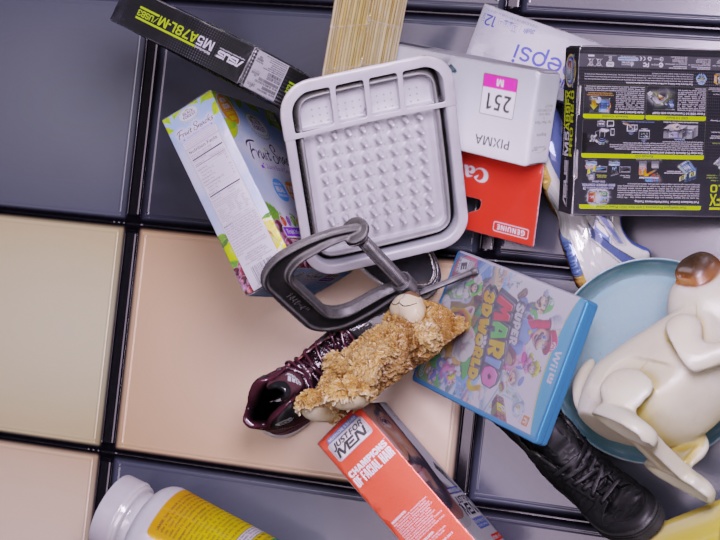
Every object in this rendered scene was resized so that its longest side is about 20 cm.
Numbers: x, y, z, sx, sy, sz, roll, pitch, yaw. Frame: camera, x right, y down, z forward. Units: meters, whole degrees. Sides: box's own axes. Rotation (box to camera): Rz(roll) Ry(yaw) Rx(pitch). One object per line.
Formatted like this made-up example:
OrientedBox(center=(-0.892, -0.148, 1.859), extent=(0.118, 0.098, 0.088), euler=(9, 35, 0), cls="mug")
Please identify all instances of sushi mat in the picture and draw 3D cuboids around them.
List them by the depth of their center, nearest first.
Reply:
OrientedBox(center=(-0.001, -0.199, 1.569), extent=(0.012, 0.095, 0.201), euler=(27, 113, 45), cls="sushi mat")

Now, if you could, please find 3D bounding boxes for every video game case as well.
OrientedBox(center=(0.137, 0.072, 1.572), extent=(0.200, 0.018, 0.144), euler=(24, 95, 52), cls="video game case")

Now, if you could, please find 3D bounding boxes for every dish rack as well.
OrientedBox(center=(0.012, -0.106, 1.554), extent=(0.171, 0.044, 0.201), euler=(-13, 115, -11), cls="dish rack")

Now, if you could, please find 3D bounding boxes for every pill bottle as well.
OrientedBox(center=(-0.177, 0.294, 1.663), extent=(0.199, 0.113, 0.113), euler=(25, 94, 16), cls="pill bottle")

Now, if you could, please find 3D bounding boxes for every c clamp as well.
OrientedBox(center=(0.000, 0.000, 1.556), extent=(0.170, 0.200, 0.027), euler=(-29, 58, 16), cls="c clamp")

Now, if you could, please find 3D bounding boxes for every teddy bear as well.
OrientedBox(center=(0.016, 0.080, 1.549), extent=(0.200, 0.145, 0.067), euler=(-35, 92, -22), cls="teddy bear")

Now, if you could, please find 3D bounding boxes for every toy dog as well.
OrientedBox(center=(0.305, 0.086, 1.480), extent=(0.139, 0.194, 0.200), euler=(41, 82, -23), cls="toy dog")

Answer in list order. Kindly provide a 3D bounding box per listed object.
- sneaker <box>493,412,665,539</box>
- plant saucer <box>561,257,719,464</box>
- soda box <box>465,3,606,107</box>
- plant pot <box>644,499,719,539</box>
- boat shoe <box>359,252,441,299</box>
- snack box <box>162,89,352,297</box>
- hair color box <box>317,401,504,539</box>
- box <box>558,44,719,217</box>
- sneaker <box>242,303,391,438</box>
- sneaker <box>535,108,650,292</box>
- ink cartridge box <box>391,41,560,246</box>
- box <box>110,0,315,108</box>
OrientedBox(center=(0.201, 0.185, 1.532), extent=(0.060, 0.200, 0.104), euler=(-45, 119, -7), cls="sneaker")
OrientedBox(center=(0.283, 0.087, 1.561), extent=(0.199, 0.027, 0.201), euler=(0, 94, 3), cls="plant saucer")
OrientedBox(center=(0.207, -0.199, 1.600), extent=(0.199, 0.063, 0.069), euler=(21, 94, 16), cls="soda box")
OrientedBox(center=(0.339, 0.296, 1.477), extent=(0.188, 0.200, 0.202), euler=(-14, 83, 30), cls="plant pot")
OrientedBox(center=(0.012, -0.054, 1.633), extent=(0.074, 0.060, 0.200), euler=(-38, 88, -15), cls="boat shoe")
OrientedBox(center=(-0.102, -0.073, 1.631), extent=(0.067, 0.169, 0.201), euler=(-31, 80, 15), cls="snack box")
OrientedBox(center=(0.055, 0.225, 1.599), extent=(0.064, 0.111, 0.200), euler=(-45, 77, 9), cls="hair color box")
OrientedBox(center=(0.292, -0.132, 1.527), extent=(0.199, 0.044, 0.161), euler=(0, 98, -10), cls="box")
OrientedBox(center=(-0.040, 0.104, 1.630), extent=(0.200, 0.115, 0.076), euler=(-43, 77, 10), cls="sneaker")
OrientedBox(center=(0.225, -0.082, 1.592), extent=(0.088, 0.075, 0.201), euler=(-20, 91, 7), cls="sneaker")
OrientedBox(center=(0.093, -0.127, 1.592), extent=(0.199, 0.043, 0.175), euler=(16, 105, 35), cls="ink cartridge box")
OrientedBox(center=(-0.119, -0.206, 1.602), extent=(0.193, 0.200, 0.048), euler=(27, 93, 34), cls="box")
